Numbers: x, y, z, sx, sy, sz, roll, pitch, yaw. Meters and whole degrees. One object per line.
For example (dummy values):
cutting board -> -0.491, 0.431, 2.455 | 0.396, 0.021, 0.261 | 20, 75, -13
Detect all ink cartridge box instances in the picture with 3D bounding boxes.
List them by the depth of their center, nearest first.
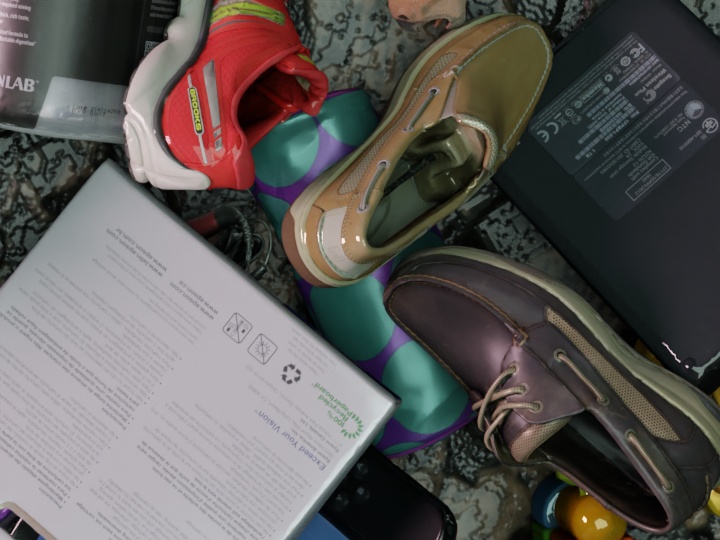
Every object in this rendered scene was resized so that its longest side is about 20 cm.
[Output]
ink cartridge box -> -0.114, 0.081, 1.413 | 0.200, 0.041, 0.200 | 40, 92, 8

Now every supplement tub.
supplement tub -> -0.149, -0.171, 1.429 | 0.122, 0.123, 0.201 | 9, 95, -7

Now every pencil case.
pencil case -> 0.000, 0.000, 1.483 | 0.092, 0.085, 0.200 | -19, 101, 33

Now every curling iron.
curling iron -> -0.138, 0.014, 1.468 | 0.200, 0.026, 0.050 | -17, 74, 17

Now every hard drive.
hard drive -> 0.164, -0.047, 1.465 | 0.140, 0.033, 0.200 | -41, 62, 0

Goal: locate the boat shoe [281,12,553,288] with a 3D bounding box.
boat shoe -> 0.047, -0.063, 1.420 | 0.072, 0.076, 0.200 | 50, 58, -19

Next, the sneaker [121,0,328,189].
sneaker -> -0.054, -0.107, 1.426 | 0.085, 0.200, 0.077 | 11, 138, 13

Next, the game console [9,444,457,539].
game console -> -0.079, 0.159, 1.436 | 0.119, 0.172, 0.200 | 27, 97, -46

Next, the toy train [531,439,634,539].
toy train -> 0.124, 0.136, 1.457 | 0.084, 0.200, 0.116 | -7, 93, -5

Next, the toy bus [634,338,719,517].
toy bus -> 0.264, 0.058, 1.466 | 0.200, 0.192, 0.136 | -26, 100, -1

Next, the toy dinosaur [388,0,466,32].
toy dinosaur -> 0.073, -0.223, 1.420 | 0.135, 0.086, 0.201 | 3, 90, -1

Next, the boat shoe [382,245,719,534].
boat shoe -> 0.095, 0.060, 1.403 | 0.200, 0.075, 0.073 | 31, 47, 5

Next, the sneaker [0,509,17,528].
sneaker -> -0.243, 0.136, 1.471 | 0.200, 0.088, 0.081 | -38, 100, 0
